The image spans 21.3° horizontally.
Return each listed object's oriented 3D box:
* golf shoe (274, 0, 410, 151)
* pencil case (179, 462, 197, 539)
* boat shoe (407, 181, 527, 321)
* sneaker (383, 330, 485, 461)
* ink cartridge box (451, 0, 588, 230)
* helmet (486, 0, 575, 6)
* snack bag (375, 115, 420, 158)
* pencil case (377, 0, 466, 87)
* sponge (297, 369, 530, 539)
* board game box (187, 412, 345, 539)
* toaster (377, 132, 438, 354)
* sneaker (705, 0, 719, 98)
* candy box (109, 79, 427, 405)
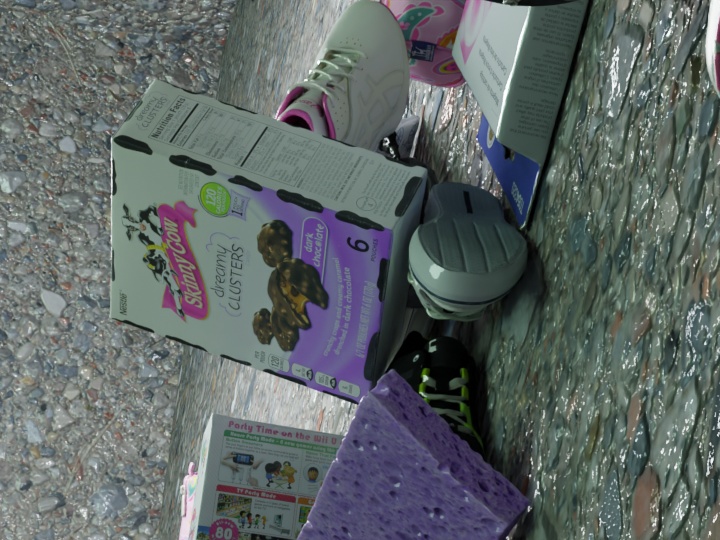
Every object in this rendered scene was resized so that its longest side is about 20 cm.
[{"bbox_3d":[-0.017,-0.115,1.354,0.092,0.075,0.202,56,-136,-57],"label":"golf shoe"},{"bbox_3d":[-0.174,0.322,2.160,0.087,0.086,0.202,-168,88,-80],"label":"pencil case"},{"bbox_3d":[0.067,0.001,1.205,0.200,0.073,0.068,-67,-14,-73],"label":"boat shoe"},{"bbox_3d":[0.041,0.083,1.229,0.200,0.071,0.084,-126,49,-77],"label":"sneaker"},{"bbox_3d":[0.099,-0.154,1.242,0.197,0.043,0.202,-106,29,-69],"label":"ink cartridge box"},{"bbox_3d":[0.091,-0.234,0.933,0.200,0.191,0.200,-45,1,1],"label":"helmet"},{"bbox_3d":[-0.022,-0.030,1.567,0.199,0.021,0.190,-18,-53,-59],"label":"snack bag"},{"bbox_3d":[0.056,-0.241,1.464,0.087,0.086,0.202,133,148,-72],"label":"pencil case"},{"bbox_3d":[0.025,0.155,1.149,0.030,0.111,0.201,-38,-18,-36],"label":"sponge"},{"bbox_3d":[-0.059,0.222,1.444,0.064,0.146,0.202,118,160,-68],"label":"board game box"},{"bbox_3d":[0.000,0.000,1.445,0.201,0.112,0.130,-93,14,-49],"label":"toaster"},{"bbox_3d":[0.177,-0.148,0.681,0.088,0.081,0.202,-105,35,-72],"label":"sneaker"},{"bbox_3d":[-0.066,-0.016,1.281,0.072,0.198,0.169,-60,-16,-44],"label":"candy box"}]
